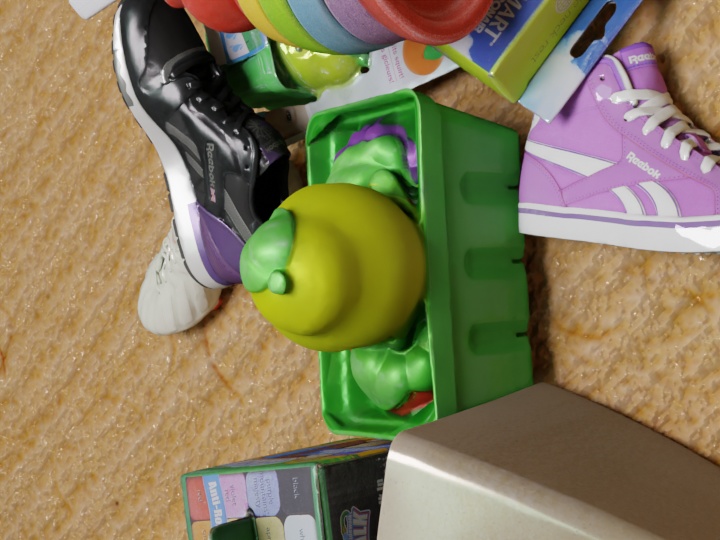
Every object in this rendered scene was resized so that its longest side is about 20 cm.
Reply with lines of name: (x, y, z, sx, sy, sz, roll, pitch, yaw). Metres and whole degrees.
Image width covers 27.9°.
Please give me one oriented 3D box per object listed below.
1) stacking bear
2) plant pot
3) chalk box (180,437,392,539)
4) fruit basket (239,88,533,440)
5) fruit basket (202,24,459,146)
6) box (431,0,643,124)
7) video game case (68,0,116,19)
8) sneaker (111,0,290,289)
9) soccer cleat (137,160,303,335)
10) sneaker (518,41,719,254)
stacking bear: (-0.029, -0.175, 0.800, 0.199, 0.121, 0.114, 5, 128, 46)
plant pot: (0.127, 0.189, 0.774, 0.176, 0.199, 0.202, 12, 100, 29)
chalk box: (-0.026, 0.174, 0.894, 0.123, 0.199, 0.126, -11, 84, 42)
fruit basket: (0.000, 0.000, 0.849, 0.155, 0.214, 0.218, -4, 89, 59)
fruit basket: (-0.020, -0.192, 0.946, 0.199, 0.093, 0.187, -22, 77, 38)
box: (0.066, -0.187, 0.838, 0.200, 0.048, 0.122, 40, 95, 32)
video game case: (-0.091, -0.261, 0.967, 0.199, 0.182, 0.023, -22, 118, 41)
sneaker: (-0.085, -0.090, 0.919, 0.087, 0.076, 0.202, -9, 108, 37)
soccer cleat: (-0.117, -0.019, 1.053, 0.200, 0.077, 0.070, -42, 65, 36)
sneaker: (0.169, -0.067, 0.792, 0.199, 0.072, 0.116, 10, 96, 42)
